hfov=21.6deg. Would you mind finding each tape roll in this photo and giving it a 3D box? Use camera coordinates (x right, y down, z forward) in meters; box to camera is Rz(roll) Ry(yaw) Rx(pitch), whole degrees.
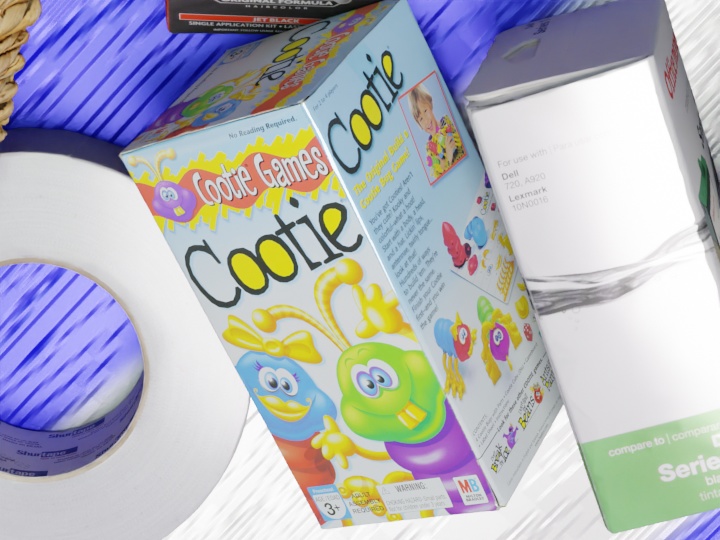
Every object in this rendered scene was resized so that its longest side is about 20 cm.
[{"bbox_3d":[-0.149,0.038,0.881,0.199,0.066,0.202,-1,104,-4],"label":"tape roll"}]

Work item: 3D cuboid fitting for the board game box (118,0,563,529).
[{"bbox_3d":[0.000,0.000,0.834,0.103,0.105,0.201,-11,115,35],"label":"board game box"}]

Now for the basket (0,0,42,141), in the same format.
[{"bbox_3d":[-0.246,-0.108,0.764,0.199,0.143,0.150,23,104,22],"label":"basket"}]

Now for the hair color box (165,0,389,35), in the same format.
[{"bbox_3d":[-0.031,-0.164,0.769,0.101,0.200,0.062,1,71,-4],"label":"hair color box"}]

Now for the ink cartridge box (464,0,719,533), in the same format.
[{"bbox_3d":[0.122,-0.010,0.840,0.084,0.146,0.201,-15,106,15],"label":"ink cartridge box"}]
